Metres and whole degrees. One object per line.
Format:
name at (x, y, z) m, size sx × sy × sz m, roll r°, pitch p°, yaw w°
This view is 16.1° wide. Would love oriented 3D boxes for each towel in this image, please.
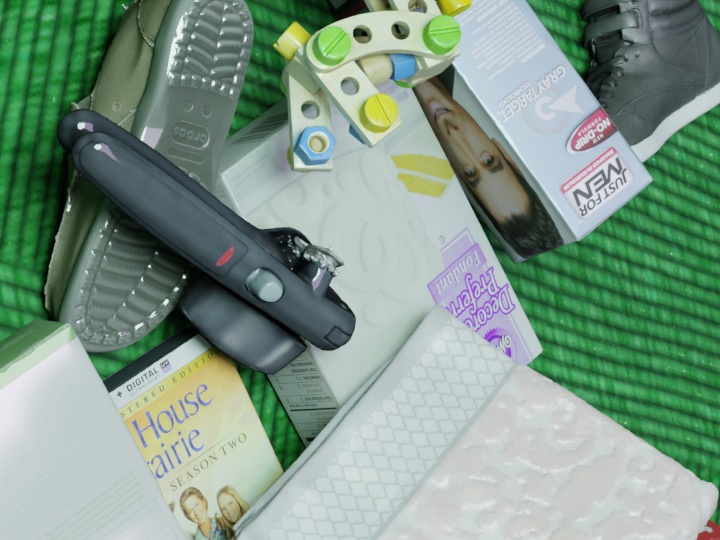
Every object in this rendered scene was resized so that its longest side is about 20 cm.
towel at (0.060, 0.132, 1.310) m, size 0.191 × 0.032 × 0.200 m, roll 35°, pitch 58°, yaw 13°

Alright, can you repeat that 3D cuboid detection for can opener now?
can opener at (-0.075, -0.014, 1.263) m, size 0.079 × 0.063 × 0.200 m, roll -50°, pitch 130°, yaw -3°

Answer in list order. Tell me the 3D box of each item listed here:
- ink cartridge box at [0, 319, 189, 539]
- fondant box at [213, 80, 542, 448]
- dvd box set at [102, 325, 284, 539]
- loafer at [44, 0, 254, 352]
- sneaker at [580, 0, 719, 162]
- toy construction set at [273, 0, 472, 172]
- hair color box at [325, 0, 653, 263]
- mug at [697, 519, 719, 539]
ink cartridge box at (-0.157, 0.145, 1.233) m, size 0.145 × 0.048 × 0.200 m, roll -36°, pitch 109°, yaw -27°
fondant box at (0.000, 0.000, 1.402) m, size 0.144 × 0.058 × 0.200 m, roll -39°, pitch 111°, yaw -35°
dvd box set at (-0.093, 0.148, 1.326) m, size 0.146 × 0.029 × 0.201 m, roll -33°, pitch 106°, yaw -36°
loafer at (-0.115, -0.055, 1.312) m, size 0.075 × 0.070 × 0.201 m, roll 24°, pitch 85°, yaw -45°
sneaker at (0.148, -0.115, 1.533) m, size 0.200 × 0.071 × 0.099 m, roll -36°, pitch 103°, yaw -39°
toy construction set at (-0.015, -0.161, 1.294) m, size 0.131 × 0.092 × 0.201 m, roll -26°, pitch 100°, yaw -19°
hair color box at (0.066, -0.106, 1.404) m, size 0.061 × 0.099 × 0.200 m, roll -38°, pitch 94°, yaw -18°
mug at (0.128, 0.224, 1.438) m, size 0.200 × 0.133 × 0.178 m, roll -6°, pitch 81°, yaw -44°
